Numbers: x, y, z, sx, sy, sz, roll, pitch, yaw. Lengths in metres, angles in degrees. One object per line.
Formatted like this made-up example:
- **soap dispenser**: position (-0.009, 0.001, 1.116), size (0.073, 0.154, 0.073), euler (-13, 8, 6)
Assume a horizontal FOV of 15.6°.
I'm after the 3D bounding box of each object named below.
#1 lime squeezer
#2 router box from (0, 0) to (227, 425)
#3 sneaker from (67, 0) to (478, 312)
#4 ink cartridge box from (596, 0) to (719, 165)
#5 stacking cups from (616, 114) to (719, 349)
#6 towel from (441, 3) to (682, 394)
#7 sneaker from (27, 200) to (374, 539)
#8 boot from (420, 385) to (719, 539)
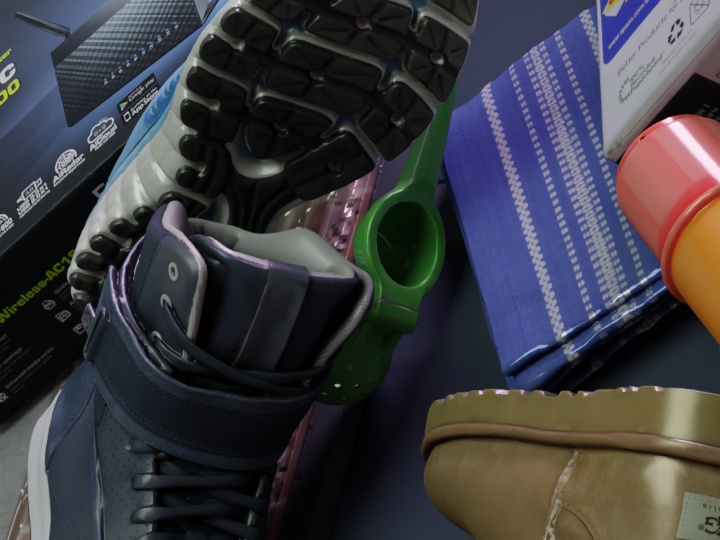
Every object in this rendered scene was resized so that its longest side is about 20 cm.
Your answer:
- **lime squeezer**: position (0.000, 0.000, 0.885), size (0.200, 0.038, 0.071), euler (-58, 25, 15)
- **router box**: position (-0.107, -0.057, 1.023), size (0.200, 0.062, 0.150), euler (-40, 38, 12)
- **sneaker**: position (-0.034, -0.064, 0.880), size (0.200, 0.078, 0.090), euler (-44, 28, 36)
- **ink cartridge box**: position (0.111, -0.129, 0.839), size (0.095, 0.037, 0.200), euler (-51, 29, 41)
- **stacking cups**: position (0.126, 0.027, 0.711), size (0.061, 0.060, 0.200), euler (-45, 44, 7)
- **towel**: position (0.114, -0.054, 0.842), size (0.200, 0.024, 0.145), euler (-35, 38, 17)
- **sneaker**: position (-0.049, 0.072, 0.811), size (0.146, 0.077, 0.203), euler (-54, 34, 36)
- **boot**: position (0.043, 0.134, 0.712), size (0.175, 0.066, 0.200), euler (160, 125, -71)
